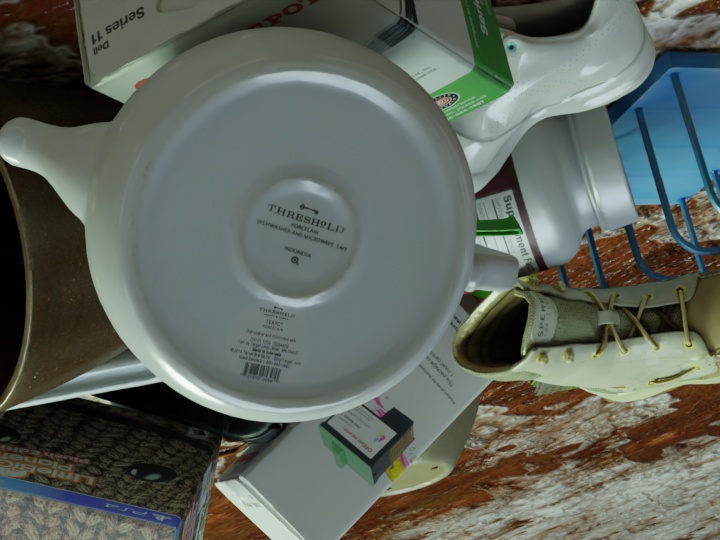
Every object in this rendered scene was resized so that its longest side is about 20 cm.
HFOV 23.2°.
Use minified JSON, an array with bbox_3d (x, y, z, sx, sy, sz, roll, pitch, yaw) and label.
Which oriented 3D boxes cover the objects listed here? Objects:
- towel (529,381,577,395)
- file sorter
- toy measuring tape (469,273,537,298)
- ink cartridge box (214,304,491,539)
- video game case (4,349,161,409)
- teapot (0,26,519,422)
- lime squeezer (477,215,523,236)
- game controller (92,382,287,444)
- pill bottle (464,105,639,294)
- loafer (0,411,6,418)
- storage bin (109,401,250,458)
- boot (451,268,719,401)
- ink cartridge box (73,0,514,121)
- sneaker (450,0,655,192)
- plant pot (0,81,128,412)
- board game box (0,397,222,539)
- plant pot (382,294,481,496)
[{"bbox_3d":[0.238,0.068,1.645,0.143,0.023,0.200,-11,159,-7],"label":"towel"},{"bbox_3d":[0.232,-0.048,1.217,0.138,0.123,0.200,-1,156,-25],"label":"file sorter"},{"bbox_3d":[0.036,-0.033,1.257,0.199,0.074,0.074,17,152,-10],"label":"toy measuring tape"},{"bbox_3d":[-0.002,0.112,1.275,0.200,0.084,0.145,-44,-178,-14],"label":"ink cartridge box"},{"bbox_3d":[-0.173,0.022,1.107,0.181,0.200,0.023,-10,116,-3],"label":"video game case"},{"bbox_3d":[-0.042,-0.027,0.855,0.197,0.201,0.146,-32,-164,-7],"label":"teapot"},{"bbox_3d":[0.000,0.000,1.081,0.199,0.071,0.038,-31,164,8],"label":"lime squeezer"},{"bbox_3d":[-0.123,0.048,1.185,0.199,0.105,0.042,13,170,32],"label":"game controller"},{"bbox_3d":[0.075,-0.045,1.149,0.199,0.114,0.113,-17,158,10],"label":"pill bottle"},{"bbox_3d":[-0.239,0.063,1.149,0.075,0.200,0.069,-2,117,14],"label":"loafer"},{"bbox_3d":[-0.090,0.058,1.299,0.134,0.146,0.200,-11,161,-33],"label":"storage bin"},{"bbox_3d":[0.171,0.034,1.136,0.154,0.073,0.200,10,156,-35],"label":"boot"},{"bbox_3d":[-0.034,-0.129,0.919,0.146,0.084,0.200,-23,156,25],"label":"ink cartridge box"},{"bbox_3d":[0.074,-0.112,1.042,0.199,0.075,0.089,-33,140,5],"label":"sneaker"},{"bbox_3d":[-0.158,-0.026,1.009,0.199,0.188,0.187,-13,164,-42],"label":"plant pot"},{"bbox_3d":[-0.188,0.161,1.143,0.158,0.097,0.200,12,-168,1],"label":"board game box"},{"bbox_3d":[0.019,0.115,1.486,0.199,0.135,0.200,-10,159,-4],"label":"plant pot"}]
